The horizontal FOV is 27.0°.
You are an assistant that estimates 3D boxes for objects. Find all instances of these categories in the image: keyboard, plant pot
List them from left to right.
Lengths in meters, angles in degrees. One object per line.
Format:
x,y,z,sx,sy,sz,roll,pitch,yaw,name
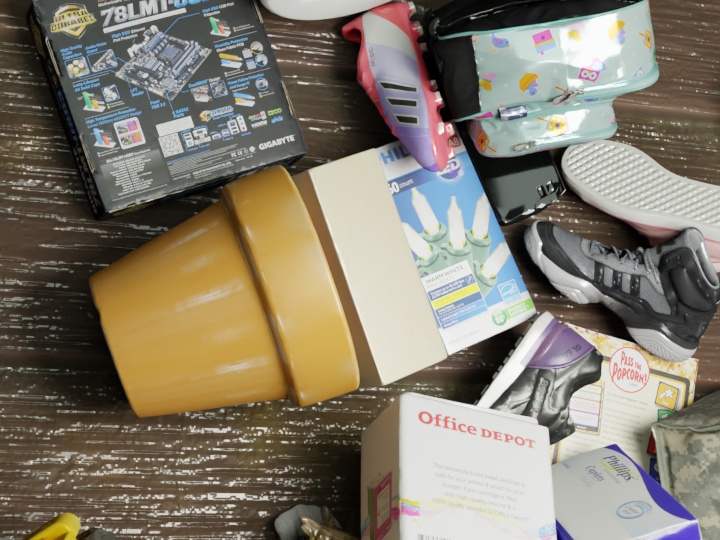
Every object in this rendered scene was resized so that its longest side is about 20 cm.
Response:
-0.120,0.035,1.252,0.183,0.200,0.200,-19,87,-8,plant pot
0.141,-0.150,1.468,0.104,0.040,0.200,-22,90,0,keyboard

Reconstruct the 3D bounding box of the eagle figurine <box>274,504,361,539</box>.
-0.057,0.302,1.268,0.152,0.151,0.200,33,102,29,eagle figurine

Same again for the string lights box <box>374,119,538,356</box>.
0.074,-0.027,1.396,0.103,0.059,0.200,-23,88,-22,string lights box

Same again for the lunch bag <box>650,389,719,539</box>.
0.367,0.217,1.407,0.164,0.118,0.200,-17,97,-47,lunch bag

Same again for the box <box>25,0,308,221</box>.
-0.171,-0.166,1.336,0.200,0.050,0.199,-19,86,-22,box

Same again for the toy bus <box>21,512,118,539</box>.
-0.218,0.309,1.137,0.136,0.192,0.200,-40,94,9,toy bus

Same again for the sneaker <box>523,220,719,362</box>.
0.260,-0.009,1.420,0.200,0.114,0.075,36,30,-1,sneaker

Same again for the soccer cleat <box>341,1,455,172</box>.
0.034,-0.164,1.372,0.076,0.067,0.200,-17,56,8,soccer cleat

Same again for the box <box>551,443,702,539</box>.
0.228,0.282,1.297,0.105,0.184,0.200,-17,106,-8,box

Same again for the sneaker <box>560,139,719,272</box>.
0.288,-0.054,1.480,0.200,0.105,0.075,21,63,11,sneaker

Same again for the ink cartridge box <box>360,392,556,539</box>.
0.080,0.215,1.234,0.144,0.085,0.200,15,55,-20,ink cartridge box

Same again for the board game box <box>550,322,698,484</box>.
0.236,0.166,1.430,0.151,0.046,0.200,16,75,-17,board game box

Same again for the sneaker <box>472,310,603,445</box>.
0.146,0.138,1.359,0.088,0.076,0.200,34,83,12,sneaker

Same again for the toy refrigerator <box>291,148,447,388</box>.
0.000,0.000,1.348,0.076,0.070,0.200,-22,93,-31,toy refrigerator

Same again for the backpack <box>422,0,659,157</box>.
0.171,-0.189,1.363,0.200,0.176,0.153,-17,104,3,backpack

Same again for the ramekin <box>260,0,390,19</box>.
-0.016,-0.303,1.332,0.200,0.200,0.098,-12,78,-22,ramekin
